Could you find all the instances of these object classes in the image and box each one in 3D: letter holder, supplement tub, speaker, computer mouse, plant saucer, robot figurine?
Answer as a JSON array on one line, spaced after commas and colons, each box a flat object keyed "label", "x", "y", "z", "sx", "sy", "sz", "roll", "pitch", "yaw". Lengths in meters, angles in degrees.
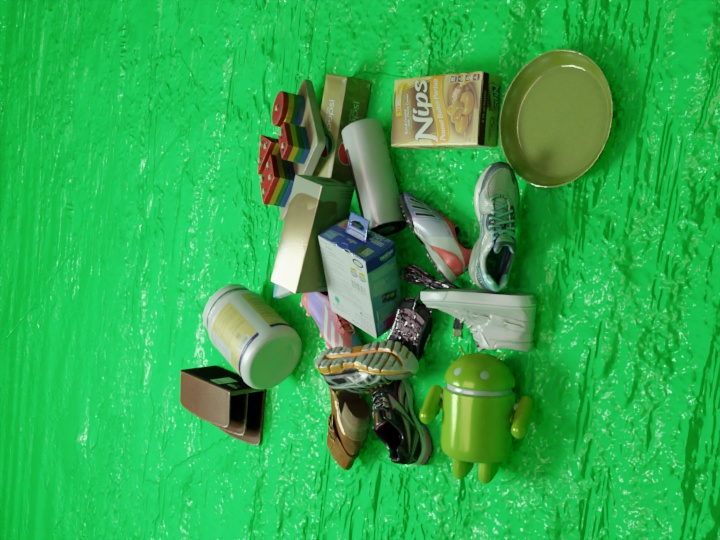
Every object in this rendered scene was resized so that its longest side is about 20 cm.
[{"label": "letter holder", "x": -0.310, "y": 0.307, "z": 1.828, "sx": 0.197, "sy": 0.099, "sz": 0.146, "roll": 12, "pitch": 100, "yaw": 45}, {"label": "supplement tub", "x": -0.228, "y": 0.133, "z": 1.709, "sx": 0.199, "sy": 0.143, "sz": 0.148, "roll": 40, "pitch": 117, "yaw": 39}, {"label": "speaker", "x": 0.024, "y": -0.169, "z": 1.495, "sx": 0.080, "sy": 0.080, "sz": 0.205, "roll": -26, "pitch": 72, "yaw": 42}, {"label": "computer mouse", "x": 0.116, "y": 0.100, "z": 1.428, "sx": 0.138, "sy": 0.046, "sz": 0.205, "roll": 20, "pitch": 105, "yaw": 31}, {"label": "plant saucer", "x": 0.298, "y": -0.227, "z": 1.245, "sx": 0.197, "sy": 0.031, "sz": 0.206, "roll": -1, "pitch": 89, "yaw": 46}, {"label": "robot figurine", "x": 0.185, "y": 0.224, "z": 1.296, "sx": 0.171, "sy": 0.115, "sz": 0.206, "roll": 5, "pitch": 94, "yaw": 24}]

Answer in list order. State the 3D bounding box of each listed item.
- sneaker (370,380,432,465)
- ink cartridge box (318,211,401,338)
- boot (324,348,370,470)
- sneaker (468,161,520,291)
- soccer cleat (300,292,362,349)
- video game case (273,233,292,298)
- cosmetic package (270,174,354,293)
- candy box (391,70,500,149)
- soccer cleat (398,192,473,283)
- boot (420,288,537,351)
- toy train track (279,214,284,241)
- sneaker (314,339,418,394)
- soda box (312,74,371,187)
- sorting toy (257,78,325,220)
[{"label": "sneaker", "x": 0.053, "y": 0.250, "z": 1.456, "sx": 0.081, "sy": 0.085, "sz": 0.202, "roll": -50, "pitch": 56, "yaw": 31}, {"label": "ink cartridge box", "x": 0.000, "y": 0.000, "z": 1.461, "sx": 0.135, "sy": 0.076, "sz": 0.204, "roll": 29, "pitch": 141, "yaw": 42}, {"label": "boot", "x": -0.034, "y": 0.261, "z": 1.570, "sx": 0.202, "sy": 0.075, "sz": 0.158, "roll": -120, "pitch": 33, "yaw": -41}, {"label": "sneaker", "x": 0.219, "y": -0.064, "z": 1.275, "sx": 0.086, "sy": 0.075, "sz": 0.206, "roll": -123, "pitch": 34, "yaw": -74}, {"label": "soccer cleat", "x": -0.048, "y": 0.092, "z": 1.583, "sx": 0.200, "sy": 0.066, "sz": 0.077, "roll": 49, "pitch": 118, "yaw": 38}, {"label": "video game case", "x": -0.101, "y": -0.034, "z": 1.636, "sx": 0.198, "sy": 0.018, "sz": 0.147, "roll": -20, "pitch": 58, "yaw": 44}, {"label": "cosmetic package", "x": -0.087, "y": -0.066, "z": 1.506, "sx": 0.070, "sy": 0.104, "sz": 0.205, "roll": 23, "pitch": 107, "yaw": 33}, {"label": "candy box", "x": 0.140, "y": -0.267, "z": 1.392, "sx": 0.197, "sy": 0.054, "sz": 0.119, "roll": 8, "pitch": 95, "yaw": 46}, {"label": "soccer cleat", "x": 0.130, "y": -0.069, "z": 1.406, "sx": 0.073, "sy": 0.068, "sz": 0.202, "roll": -35, "pitch": 53, "yaw": 8}, {"label": "boot", "x": 0.183, "y": 0.081, "z": 1.315, "sx": 0.196, "sy": 0.073, "sz": 0.098, "roll": 4, "pitch": 95, "yaw": 33}, {"label": "toy train track", "x": -0.123, "y": -0.104, "z": 1.639, "sx": 0.200, "sy": 0.032, "sz": 0.118, "roll": -162, "pitch": 85, "yaw": -72}, {"label": "sneaker", "x": 0.017, "y": 0.175, "z": 1.441, "sx": 0.196, "sy": 0.078, "sz": 0.079, "roll": -4, "pitch": 120, "yaw": 33}, {"label": "soda box", "x": -0.038, "y": -0.265, "z": 1.570, "sx": 0.063, "sy": 0.067, "sz": 0.205, "roll": 18, "pitch": 103, "yaw": 45}, {"label": "sorting toy", "x": -0.147, "y": -0.242, "z": 1.619, "sx": 0.202, "sy": 0.068, "sz": 0.202, "roll": -104, "pitch": 32, "yaw": -42}]
